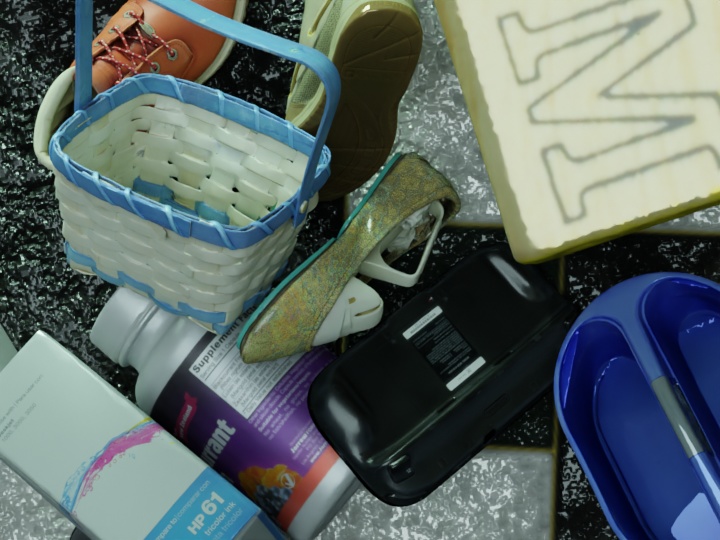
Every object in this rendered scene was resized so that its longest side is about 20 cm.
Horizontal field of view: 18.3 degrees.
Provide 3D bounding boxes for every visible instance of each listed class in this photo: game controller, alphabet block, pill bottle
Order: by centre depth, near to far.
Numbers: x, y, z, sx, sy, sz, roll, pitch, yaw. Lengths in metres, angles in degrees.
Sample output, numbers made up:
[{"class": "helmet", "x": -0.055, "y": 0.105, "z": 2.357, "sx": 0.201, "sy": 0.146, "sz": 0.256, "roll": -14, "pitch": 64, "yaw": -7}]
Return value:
[{"class": "alphabet block", "x": 0.163, "y": -0.126, "z": 1.390, "sx": 0.195, "sy": 0.195, "sz": 0.201, "roll": -18, "pitch": 87, "yaw": 9}, {"class": "game controller", "x": 0.059, "y": 0.063, "z": 1.446, "sx": 0.200, "sy": 0.042, "sz": 0.104, "roll": -37, "pitch": 74, "yaw": -29}, {"class": "pill bottle", "x": -0.078, "y": 0.077, "z": 1.481, "sx": 0.200, "sy": 0.111, "sz": 0.112, "roll": 39, "pitch": 97, "yaw": 7}]

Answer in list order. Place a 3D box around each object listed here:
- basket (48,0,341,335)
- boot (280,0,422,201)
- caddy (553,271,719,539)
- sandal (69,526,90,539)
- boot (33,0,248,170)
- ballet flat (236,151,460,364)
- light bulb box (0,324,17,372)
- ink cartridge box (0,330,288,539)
[{"class": "basket", "x": -0.108, "y": -0.078, "z": 1.394, "sx": 0.176, "sy": 0.139, "sz": 0.201, "roll": 26, "pitch": 133, "yaw": 15}, {"class": "boot", "x": -0.014, "y": -0.156, "z": 1.477, "sx": 0.072, "sy": 0.200, "sz": 0.156, "roll": 5, "pitch": 52, "yaw": -14}, {"class": "caddy", "x": 0.208, "y": 0.100, "z": 1.412, "sx": 0.141, "sy": 0.105, "sz": 0.201, "roll": -30, "pitch": 70, "yaw": 10}, {"class": "sandal", "x": -0.109, "y": 0.218, "z": 1.525, "sx": 0.199, "sy": 0.043, "sz": 0.076, "roll": 28, "pitch": 96, "yaw": 8}, {"class": "boot", "x": -0.146, "y": -0.142, "z": 1.492, "sx": 0.075, "sy": 0.107, "sz": 0.201, "roll": 35, "pitch": 95, "yaw": 9}, {"class": "ballet flat", "x": 0.000, "y": 0.000, "z": 1.444, "sx": 0.071, "sy": 0.071, "sz": 0.200, "roll": 36, "pitch": 55, "yaw": 7}, {"class": "light bulb box", "x": -0.368, "y": 0.050, "z": 1.526, "sx": 0.199, "sy": 0.125, "sz": 0.199, "roll": -33, "pitch": 86, "yaw": 8}, {"class": "ink cartridge box", "x": -0.146, "y": 0.144, "z": 1.451, "sx": 0.200, "sy": 0.145, "sz": 0.085, "roll": 36, "pitch": 80, "yaw": 20}]
